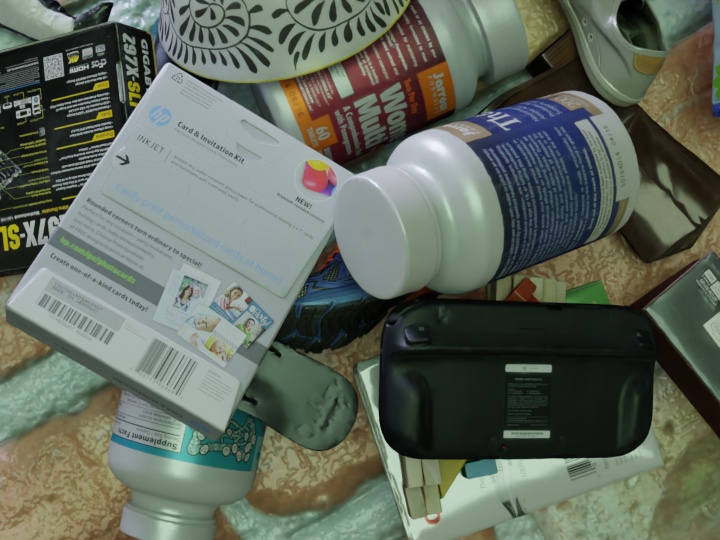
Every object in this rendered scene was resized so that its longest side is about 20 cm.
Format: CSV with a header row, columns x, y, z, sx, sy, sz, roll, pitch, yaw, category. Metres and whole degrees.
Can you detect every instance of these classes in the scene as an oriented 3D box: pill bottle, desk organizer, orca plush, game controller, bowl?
x,y,z,sx,sy,sz,roll,pitch,yaw,category
0.020,-0.156,0.880,0.199,0.110,0.110,-25,88,-5,pill bottle
0.296,0.087,0.898,0.072,0.077,0.200,-39,89,-6,desk organizer
-0.280,-0.241,0.886,0.199,0.105,0.071,21,53,0,orca plush
0.085,-0.049,0.787,0.199,0.111,0.112,-20,87,-31,pill bottle
0.108,0.073,0.770,0.199,0.042,0.105,3,97,-17,game controller
-0.121,0.097,0.851,0.110,0.111,0.201,12,86,-3,pill bottle
-0.065,-0.235,0.834,0.199,0.095,0.202,-8,47,9,bowl

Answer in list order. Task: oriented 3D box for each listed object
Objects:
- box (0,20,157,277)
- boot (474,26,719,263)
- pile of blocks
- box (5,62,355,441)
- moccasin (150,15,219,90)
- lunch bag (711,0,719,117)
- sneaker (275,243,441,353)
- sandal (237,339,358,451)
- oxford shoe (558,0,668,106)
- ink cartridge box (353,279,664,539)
x,y,z,sx,sy,sz,roll,pitch,yaw,category
-0.238,-0.081,0.845,0.199,0.049,0.161,-9,87,23,box
0.175,-0.065,0.914,0.186,0.064,0.200,-42,94,-4,boot
0.093,0.089,0.806,0.082,0.062,0.201,28,84,0,pile of blocks
-0.111,-0.015,0.755,0.155,0.041,0.201,30,67,-6,box
-0.139,-0.099,0.878,0.068,0.080,0.202,9,86,0,moccasin
0.368,-0.199,0.905,0.199,0.127,0.171,2,85,-33,lunch bag
0.000,0.000,0.863,0.199,0.075,0.079,-22,67,-43,sneaker
-0.092,0.060,0.779,0.199,0.043,0.077,21,84,-9,sandal
0.186,-0.223,0.900,0.075,0.058,0.201,-2,63,-35,oxford shoe
0.106,0.109,0.879,0.199,0.084,0.147,-18,86,-4,ink cartridge box
